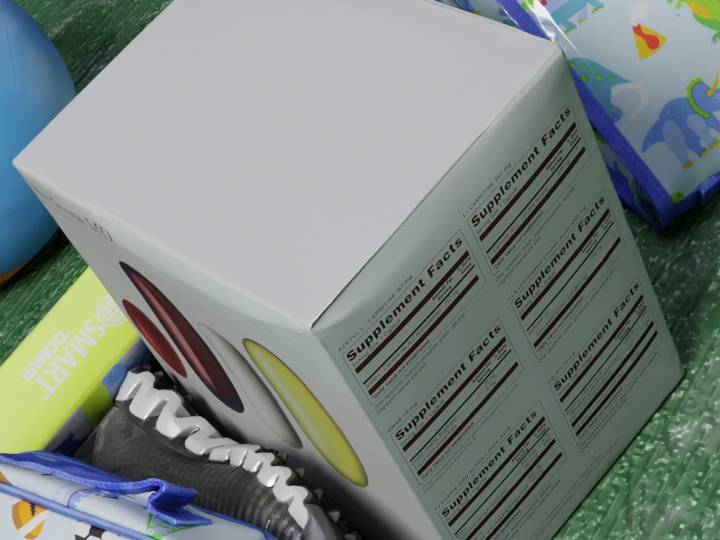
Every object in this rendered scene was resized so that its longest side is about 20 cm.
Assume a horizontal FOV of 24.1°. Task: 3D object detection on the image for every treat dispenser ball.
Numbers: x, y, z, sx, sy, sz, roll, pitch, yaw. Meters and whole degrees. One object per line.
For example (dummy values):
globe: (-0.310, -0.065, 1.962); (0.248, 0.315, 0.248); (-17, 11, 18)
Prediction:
treat dispenser ball: (-0.264, -0.078, 0.990); (0.200, 0.201, 0.202); (-19, 41, 17)

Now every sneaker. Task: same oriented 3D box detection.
sneaker: (-0.068, 0.111, 0.706); (0.091, 0.067, 0.200); (-47, 37, -13)

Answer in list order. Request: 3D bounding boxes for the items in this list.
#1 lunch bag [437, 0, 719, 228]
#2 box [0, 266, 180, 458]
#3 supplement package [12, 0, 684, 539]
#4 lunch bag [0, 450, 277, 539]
lunch bag: (0.147, -0.140, 0.836); (0.170, 0.128, 0.200); (-39, 68, -6)
box: (-0.124, 0.047, 0.822); (0.048, 0.122, 0.200); (36, 73, 12)
supplement package: (0.000, 0.000, 0.710); (0.191, 0.200, 0.147); (26, 66, 41)
lunch bag: (-0.107, 0.150, 0.640); (0.199, 0.075, 0.161); (10, 90, 40)
